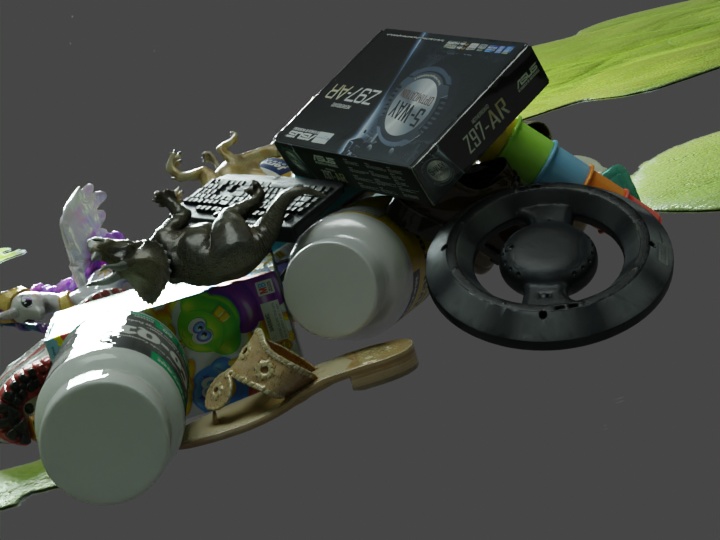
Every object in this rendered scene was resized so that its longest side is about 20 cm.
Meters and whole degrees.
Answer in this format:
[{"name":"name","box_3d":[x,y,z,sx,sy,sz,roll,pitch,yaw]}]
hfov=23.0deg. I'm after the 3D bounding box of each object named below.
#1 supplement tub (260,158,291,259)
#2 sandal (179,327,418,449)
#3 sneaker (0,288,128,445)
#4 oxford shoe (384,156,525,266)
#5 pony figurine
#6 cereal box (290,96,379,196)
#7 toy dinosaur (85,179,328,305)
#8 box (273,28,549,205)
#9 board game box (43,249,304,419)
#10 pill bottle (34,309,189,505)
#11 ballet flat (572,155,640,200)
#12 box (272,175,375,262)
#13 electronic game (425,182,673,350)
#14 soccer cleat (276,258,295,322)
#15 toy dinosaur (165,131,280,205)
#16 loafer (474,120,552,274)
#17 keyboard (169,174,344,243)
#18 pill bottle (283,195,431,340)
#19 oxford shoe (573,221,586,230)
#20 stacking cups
[{"name":"supplement tub","box_3d":[-0.067,-0.052,1.827,0.144,0.145,0.200,-4,17,44]},{"name":"sandal","box_3d":[-0.062,0.075,1.426,0.211,0.070,0.078,-18,12,-7]},{"name":"sneaker","box_3d":[-0.272,0.083,1.604,0.082,0.078,0.200,-12,22,50]},{"name":"oxford shoe","box_3d":[0.128,-0.049,1.539,0.200,0.085,0.073,20,18,-22]},{"name":"pony figurine","box_3d":[-0.269,0.017,1.833,0.200,0.167,0.193,4,26,18]},{"name":"cereal box","box_3d":[0.032,-0.093,1.775,0.200,0.040,0.144,17,38,-7]},{"name":"toy dinosaur","box_3d":[-0.123,-0.020,1.467,0.200,0.077,0.102,-6,47,2]},{"name":"box","box_3d":[0.041,-0.137,1.527,0.160,0.044,0.200,-46,34,-20]},{"name":"board game box","box_3d":[-0.155,0.065,1.512,0.200,0.105,0.103,-17,13,-1]},{"name":"pill bottle","box_3d":[-0.190,0.105,1.361,0.113,0.113,0.200,-16,13,-1]},{"name":"ballet flat","box_3d":[0.202,-0.083,1.784,0.067,0.071,0.200,-22,13,-34]},{"name":"box","box_3d":[-0.014,-0.086,1.632,0.200,0.049,0.082,-35,-4,-1]},{"name":"electronic game","box_3d":[0.152,-0.006,1.428,0.200,0.042,0.200,-6,40,5]},{"name":"soccer cleat","box_3d":[-0.104,0.044,1.664,0.200,0.068,0.073,-17,29,-2]},{"name":"toy dinosaur","box_3d":[-0.139,-0.075,1.700,0.101,0.058,0.200,18,58,27]},{"name":"loafer","box_3d":[0.134,-0.081,1.710,0.067,0.076,0.200,-37,24,44]},{"name":"keyboard","box_3d":[-0.110,-0.045,1.561,0.127,0.021,0.200,-46,29,-25]},{"name":"pill bottle","box_3d":[0.000,0.000,1.538,0.111,0.112,0.200,-12,6,17]},{"name":"oxford shoe","box_3d":[0.122,-0.074,1.622,0.200,0.074,0.071,17,-5,-26]},{"name":"stacking cups","box_3d":[0.174,-0.080,1.575,0.061,0.200,0.061,-56,5,8]}]
